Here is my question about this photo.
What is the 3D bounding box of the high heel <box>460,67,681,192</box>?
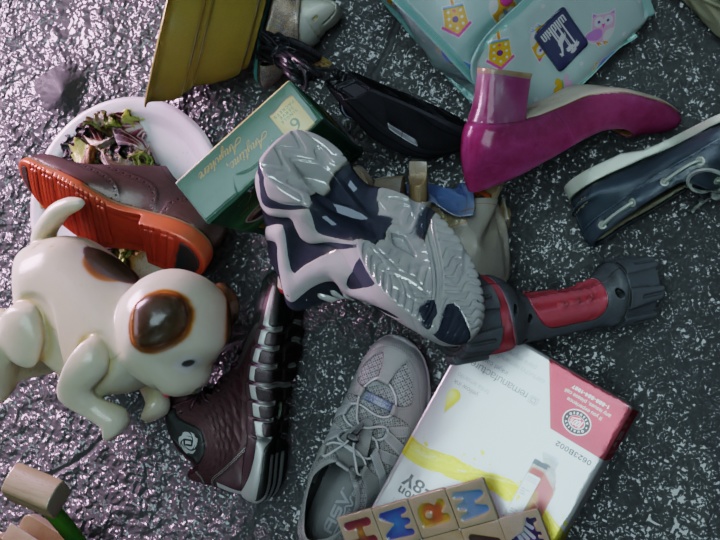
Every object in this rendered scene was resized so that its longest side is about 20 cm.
[{"bbox_3d":[0.171,-0.103,0.942,0.067,0.198,0.097,21,106,59],"label":"high heel"}]

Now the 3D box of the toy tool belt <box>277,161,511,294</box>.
[{"bbox_3d":[0.028,-0.041,0.969,0.197,0.125,0.124,0,96,8],"label":"toy tool belt"}]

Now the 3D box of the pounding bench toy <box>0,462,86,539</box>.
[{"bbox_3d":[-0.275,0.262,1.001,0.123,0.156,0.202,26,90,17],"label":"pounding bench toy"}]

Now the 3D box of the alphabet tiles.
[{"bbox_3d":[0.066,0.254,0.906,0.198,0.006,0.168,-21,91,26],"label":"alphabet tiles"}]

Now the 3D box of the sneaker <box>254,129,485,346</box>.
[{"bbox_3d":[0.000,0.000,0.863,0.198,0.130,0.080,35,62,9],"label":"sneaker"}]

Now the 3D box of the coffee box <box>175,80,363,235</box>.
[{"bbox_3d":[-0.068,-0.087,0.964,0.123,0.200,0.044,-41,83,7],"label":"coffee box"}]

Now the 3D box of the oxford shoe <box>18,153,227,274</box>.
[{"bbox_3d":[-0.207,-0.062,1.034,0.198,0.071,0.073,24,54,10],"label":"oxford shoe"}]

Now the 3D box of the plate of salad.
[{"bbox_3d":[-0.222,-0.064,1.083,0.198,0.048,0.203,-2,83,15],"label":"plate of salad"}]

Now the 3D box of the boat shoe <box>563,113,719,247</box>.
[{"bbox_3d":[0.264,-0.080,0.942,0.198,0.075,0.062,-23,77,13],"label":"boat shoe"}]

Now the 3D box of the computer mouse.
[{"bbox_3d":[-0.003,-0.145,1.001,0.046,0.198,0.140,-64,32,14],"label":"computer mouse"}]

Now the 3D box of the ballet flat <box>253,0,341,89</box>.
[{"bbox_3d":[-0.046,-0.258,1.052,0.066,0.068,0.202,11,88,9],"label":"ballet flat"}]

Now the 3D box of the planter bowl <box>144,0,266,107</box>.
[{"bbox_3d":[-0.128,-0.231,1.028,0.083,0.200,0.203,14,87,-11],"label":"planter bowl"}]

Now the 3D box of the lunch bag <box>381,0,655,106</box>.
[{"bbox_3d":[0.124,-0.230,0.976,0.170,0.122,0.200,-44,91,2],"label":"lunch bag"}]

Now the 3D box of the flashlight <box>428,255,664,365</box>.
[{"bbox_3d":[0.147,0.023,0.904,0.198,0.068,0.069,-10,91,-27],"label":"flashlight"}]

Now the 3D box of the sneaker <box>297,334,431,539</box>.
[{"bbox_3d":[0.004,0.151,0.978,0.074,0.082,0.202,18,88,16],"label":"sneaker"}]

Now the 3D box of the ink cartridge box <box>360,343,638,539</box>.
[{"bbox_3d":[0.112,0.162,0.948,0.144,0.083,0.201,30,92,17],"label":"ink cartridge box"}]

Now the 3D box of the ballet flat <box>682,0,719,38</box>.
[{"bbox_3d":[0.266,-0.268,0.969,0.200,0.069,0.070,44,95,16],"label":"ballet flat"}]

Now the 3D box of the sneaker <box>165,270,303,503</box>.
[{"bbox_3d":[-0.119,0.096,1.024,0.114,0.076,0.203,6,85,18],"label":"sneaker"}]

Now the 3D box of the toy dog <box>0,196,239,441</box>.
[{"bbox_3d":[-0.197,0.044,0.991,0.198,0.139,0.196,7,88,28],"label":"toy dog"}]
